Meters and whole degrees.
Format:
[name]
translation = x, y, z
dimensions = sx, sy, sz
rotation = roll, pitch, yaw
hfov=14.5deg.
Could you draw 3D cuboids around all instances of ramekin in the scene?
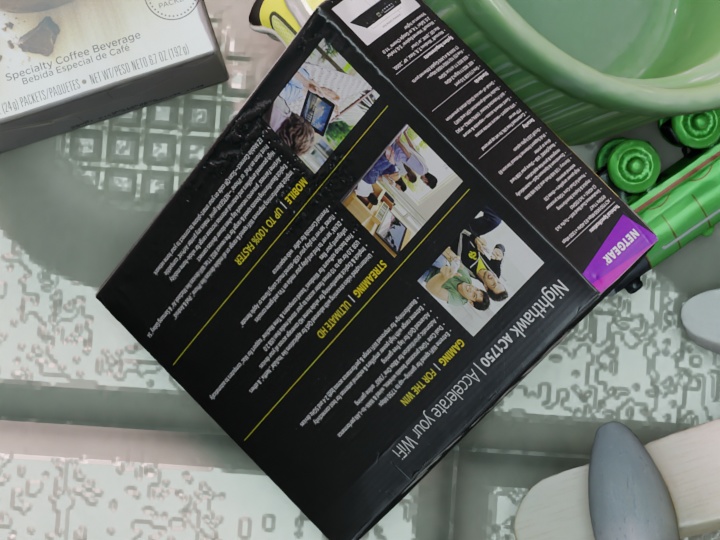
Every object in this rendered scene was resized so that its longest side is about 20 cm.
[ramekin]
translation = 0.084, -0.145, 1.117
dimensions = 0.200, 0.098, 0.200
rotation = 9, 72, -27

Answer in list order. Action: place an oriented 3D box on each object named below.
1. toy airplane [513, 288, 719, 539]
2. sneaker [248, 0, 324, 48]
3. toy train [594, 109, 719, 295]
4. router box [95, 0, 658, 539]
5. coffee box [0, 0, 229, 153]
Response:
[toy airplane]
translation = 0.188, 0.077, 1.108
dimensions = 0.199, 0.141, 0.200
rotation = 33, 92, 12
[sneaker]
translation = 0.017, -0.039, 1.167
dimensions = 0.076, 0.075, 0.200
rotation = -20, 83, 21
[toy train]
translation = 0.161, -0.059, 1.175
dimensions = 0.200, 0.042, 0.056
rotation = -35, 96, -3
[router box]
translation = 0.000, 0.000, 1.101
dimensions = 0.149, 0.200, 0.051
rotation = 46, 44, 4
[coffee box]
translation = -0.139, -0.160, 1.164
dimensions = 0.113, 0.080, 0.200
rotation = -19, 85, 0
